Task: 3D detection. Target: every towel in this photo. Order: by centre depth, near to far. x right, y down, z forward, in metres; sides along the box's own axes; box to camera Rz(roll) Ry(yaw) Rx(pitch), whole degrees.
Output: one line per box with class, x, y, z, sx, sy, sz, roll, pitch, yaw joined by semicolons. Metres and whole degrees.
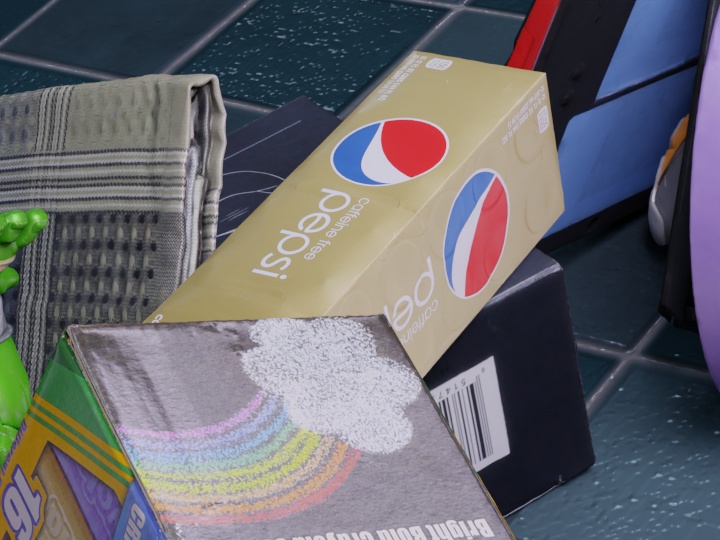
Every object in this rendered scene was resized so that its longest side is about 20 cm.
towel;-0.112;0.022;1.026;0.034;0.194;0.199;7;-4;-35

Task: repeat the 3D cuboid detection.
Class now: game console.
game console;0.122;-0.085;1.116;0.199;0.177;0.031;-25;60;-43

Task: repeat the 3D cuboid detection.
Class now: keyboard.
keyboard;0.169;-0.071;1.076;0.020;0.202;0.127;11;3;29

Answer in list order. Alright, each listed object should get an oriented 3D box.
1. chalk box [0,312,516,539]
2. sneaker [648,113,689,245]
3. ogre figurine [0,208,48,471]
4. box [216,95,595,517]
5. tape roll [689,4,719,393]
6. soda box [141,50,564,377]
chalk box;-0.022;0.127;0.779;0.124;0.124;0.201;-1;46;-34
sneaker;0.219;-0.061;1.164;0.199;0.078;0.077;-29;54;-12
ogre figurine;-0.136;0.053;0.931;0.098;0.121;0.200;-16;-7;-28
box;-0.024;0.032;1.072;0.148;0.108;0.200;-27;37;-21
tape roll;0.201;-0.039;1.018;0.084;0.201;0.200;4;37;25
soda box;0.000;0.000;0.953;0.064;0.068;0.200;12;41;30
